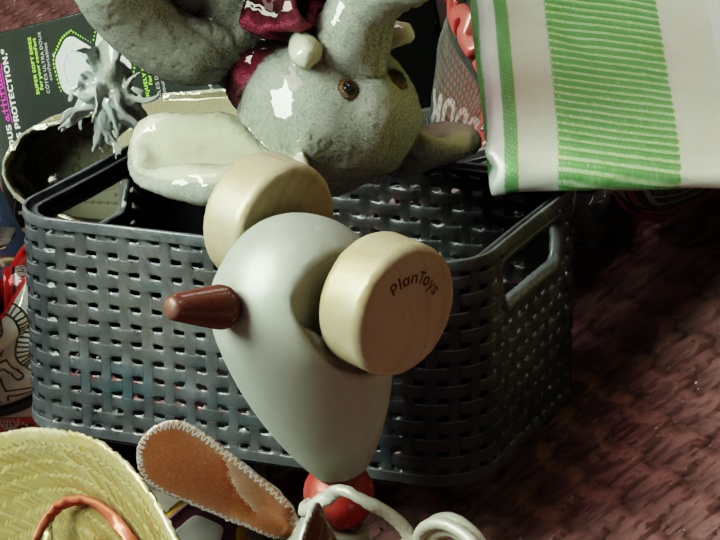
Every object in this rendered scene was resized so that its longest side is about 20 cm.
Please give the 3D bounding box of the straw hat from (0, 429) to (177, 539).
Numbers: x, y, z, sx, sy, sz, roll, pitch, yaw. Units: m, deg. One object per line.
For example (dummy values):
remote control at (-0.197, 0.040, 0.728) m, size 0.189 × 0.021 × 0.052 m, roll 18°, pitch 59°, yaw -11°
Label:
straw hat at (-0.099, 0.157, 1.082) m, size 0.201 × 0.201 × 0.085 m, roll -14°, pitch -14°, yaw 39°

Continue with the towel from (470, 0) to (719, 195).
towel at (0.147, -0.080, 1.206) m, size 0.200 × 0.023 × 0.153 m, roll 1°, pitch 41°, yaw -3°

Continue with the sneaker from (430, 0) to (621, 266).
sneaker at (0.077, -0.063, 1.368) m, size 0.071 × 0.098 × 0.201 m, roll 0°, pitch 45°, yaw -12°

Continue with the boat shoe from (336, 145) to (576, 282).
boat shoe at (0.000, 0.000, 1.283) m, size 0.200 × 0.070 × 0.066 m, roll -27°, pitch -22°, yaw 25°

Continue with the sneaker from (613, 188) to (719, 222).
sneaker at (0.182, -0.095, 1.298) m, size 0.200 × 0.075 × 0.081 m, roll -30°, pitch 61°, yaw -25°

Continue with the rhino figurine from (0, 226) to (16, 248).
rhino figurine at (-0.214, 0.039, 1.418) m, size 0.060 × 0.200 × 0.087 m, roll 28°, pitch 29°, yaw 24°

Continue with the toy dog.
toy dog at (-0.030, 0.060, 1.057) m, size 0.096 × 0.200 × 0.132 m, roll -17°, pitch 11°, yaw -35°

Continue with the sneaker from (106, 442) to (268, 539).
sneaker at (-0.088, 0.081, 1.253) m, size 0.075 × 0.090 × 0.200 m, roll -32°, pitch 22°, yaw 1°

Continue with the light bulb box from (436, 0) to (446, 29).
light bulb box at (-0.007, -0.183, 1.567) m, size 0.200 × 0.198 × 0.125 m, roll -5°, pitch 30°, yaw 48°

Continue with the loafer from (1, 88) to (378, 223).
loafer at (-0.081, -0.044, 1.333) m, size 0.200 × 0.076 × 0.068 m, roll -5°, pitch 6°, yaw 35°

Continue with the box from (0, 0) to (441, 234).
box at (-0.072, -0.080, 1.472) m, size 0.148 × 0.125 × 0.200 m, roll -14°, pitch 5°, yaw -43°

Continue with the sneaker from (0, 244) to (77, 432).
sneaker at (-0.096, 0.019, 1.375) m, size 0.201 × 0.108 × 0.067 m, roll -30°, pitch 21°, yaw 6°

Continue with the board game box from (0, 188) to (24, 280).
board game box at (-0.228, 0.004, 1.547) m, size 0.035 × 0.136 × 0.200 m, roll -35°, pitch 20°, yaw -28°

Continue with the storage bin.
storage bin at (-0.023, 0.012, 1.182) m, size 0.200 × 0.094 × 0.135 m, roll 6°, pitch 19°, yaw 22°

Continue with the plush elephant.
plush elephant at (-0.031, -0.097, 1.148) m, size 0.155 × 0.200 × 0.165 m, roll 34°, pitch 33°, yaw 21°
